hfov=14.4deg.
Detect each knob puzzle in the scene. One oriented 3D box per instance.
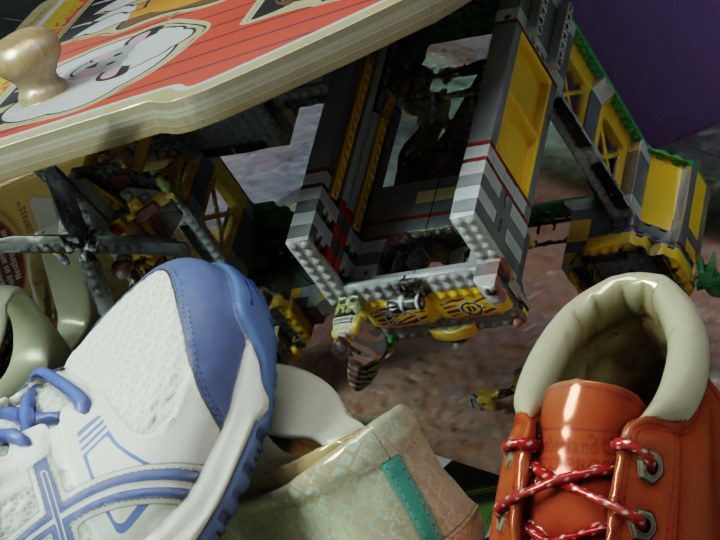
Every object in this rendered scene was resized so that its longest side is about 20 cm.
[{"bbox_3d":[-0.028,-0.085,0.807,0.219,0.031,0.220,-20,17,6],"label":"knob puzzle"}]

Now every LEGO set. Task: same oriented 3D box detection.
[{"bbox_3d":[0.000,0.000,0.833,0.199,0.154,0.116,-2,50,21],"label":"LEGO set"}]

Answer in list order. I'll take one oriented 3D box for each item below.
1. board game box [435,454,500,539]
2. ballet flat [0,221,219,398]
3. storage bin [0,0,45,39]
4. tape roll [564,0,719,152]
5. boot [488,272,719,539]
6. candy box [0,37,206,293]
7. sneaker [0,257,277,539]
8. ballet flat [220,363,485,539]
[{"bbox_3d":[-0.032,0.114,0.777,0.105,0.024,0.200,12,39,43],"label":"board game box"},{"bbox_3d":[-0.097,0.023,0.918,0.070,0.071,0.200,3,34,30],"label":"ballet flat"},{"bbox_3d":[-0.118,-0.157,1.161,0.199,0.136,0.094,10,38,37],"label":"storage bin"},{"bbox_3d":[0.135,-0.130,0.971,0.200,0.085,0.200,-33,13,9],"label":"tape roll"},{"bbox_3d":[0.051,0.087,0.701,0.075,0.108,0.200,0,35,21],"label":"boot"},{"bbox_3d":[-0.170,-0.016,1.030,0.200,0.057,0.117,-27,32,-15],"label":"candy box"},{"bbox_3d":[-0.100,0.069,0.711,0.200,0.088,0.075,-55,24,-13],"label":"sneaker"},{"bbox_3d":[-0.034,0.049,0.793,0.067,0.063,0.200,-35,22,-28],"label":"ballet flat"}]
